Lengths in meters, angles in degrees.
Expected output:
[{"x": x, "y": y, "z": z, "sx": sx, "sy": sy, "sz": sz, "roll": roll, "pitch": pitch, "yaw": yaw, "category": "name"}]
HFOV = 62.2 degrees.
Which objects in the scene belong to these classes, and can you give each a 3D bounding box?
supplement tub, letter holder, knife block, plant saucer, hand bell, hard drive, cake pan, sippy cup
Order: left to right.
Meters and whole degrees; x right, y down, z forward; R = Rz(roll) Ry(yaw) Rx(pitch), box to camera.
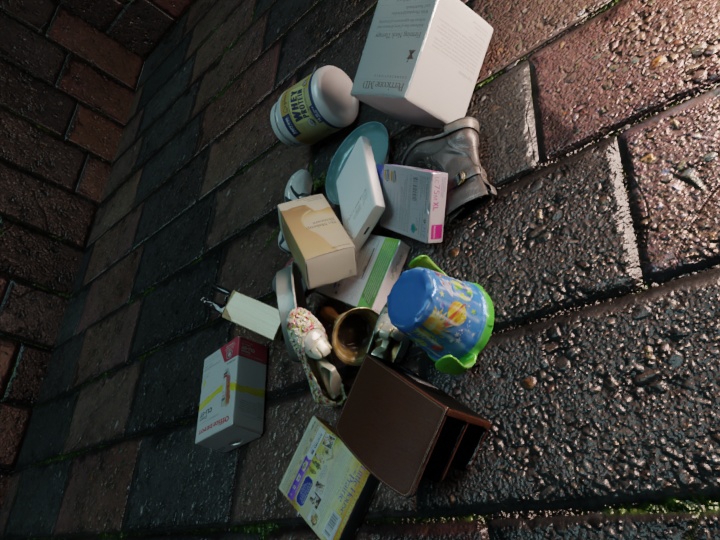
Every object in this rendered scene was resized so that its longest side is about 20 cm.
[{"x": -0.254, "y": 0.085, "z": 1.284, "sx": 0.065, "sy": 0.173, "sz": 0.200, "roll": -67, "pitch": 16, "yaw": -7, "category": "knife block"}, {"x": -0.126, "y": 0.085, "z": 1.145, "sx": 0.036, "sy": 0.202, "sz": 0.202, "roll": -11, "pitch": 50, "yaw": 0, "category": "cake pan"}, {"x": -0.115, "y": -0.391, "z": 1.452, "sx": 0.198, "sy": 0.143, "sz": 0.147, "roll": -15, "pitch": 57, "yaw": 45, "category": "supplement tub"}, {"x": -0.036, "y": 0.097, "z": 1.127, "sx": 0.105, "sy": 0.103, "sz": 0.200, "roll": -62, "pitch": 24, "yaw": 0, "category": "hand bell"}, {"x": -0.004, "y": -0.151, "z": 1.183, "sx": 0.133, "sy": 0.026, "sz": 0.202, "roll": -57, "pitch": 32, "yaw": 41, "category": "hard drive"}, {"x": -0.003, "y": -0.232, "z": 1.317, "sx": 0.199, "sy": 0.027, "sz": 0.203, "roll": -28, "pitch": 48, "yaw": 37, "category": "plant saucer"}, {"x": 0.068, "y": 0.235, "z": 0.885, "sx": 0.199, "sy": 0.100, "sz": 0.144, "roll": 25, "pitch": 90, "yaw": 54, "category": "letter holder"}, {"x": 0.113, "y": 0.062, "z": 0.909, "sx": 0.177, "sy": 0.129, "sz": 0.141, "roll": 30, "pitch": 92, "yaw": 53, "category": "sippy cup"}]

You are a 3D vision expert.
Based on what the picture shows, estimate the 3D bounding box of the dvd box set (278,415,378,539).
[{"x": -0.056, "y": 0.356, "z": 1.013, "sx": 0.199, "sy": 0.029, "sz": 0.148, "roll": 20, "pitch": 84, "yaw": 54, "category": "dvd box set"}]

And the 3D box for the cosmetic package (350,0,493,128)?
[{"x": 0.115, "y": -0.394, "z": 1.125, "sx": 0.166, "sy": 0.165, "sz": 0.203, "roll": 22, "pitch": 96, "yaw": 47, "category": "cosmetic package"}]

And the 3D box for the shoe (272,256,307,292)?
[{"x": -0.119, "y": -0.013, "z": 1.293, "sx": 0.200, "sy": 0.071, "sz": 0.091, "roll": -42, "pitch": 12, "yaw": 49, "category": "shoe"}]

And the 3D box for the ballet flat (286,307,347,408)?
[{"x": -0.069, "y": 0.155, "z": 1.045, "sx": 0.075, "sy": 0.203, "sz": 0.063, "roll": -36, "pitch": 28, "yaw": -32, "category": "ballet flat"}]

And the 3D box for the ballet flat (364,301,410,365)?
[{"x": 0.038, "y": 0.134, "z": 1.000, "sx": 0.068, "sy": 0.071, "sz": 0.203, "roll": 16, "pitch": 80, "yaw": 23, "category": "ballet flat"}]

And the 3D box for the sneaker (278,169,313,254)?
[{"x": -0.117, "y": -0.140, "z": 1.354, "sx": 0.128, "sy": 0.079, "sz": 0.202, "roll": -5, "pitch": 65, "yaw": 47, "category": "sneaker"}]

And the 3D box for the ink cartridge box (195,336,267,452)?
[{"x": -0.278, "y": 0.268, "z": 1.292, "sx": 0.144, "sy": 0.083, "sz": 0.203, "roll": -32, "pitch": 46, "yaw": 34, "category": "ink cartridge box"}]

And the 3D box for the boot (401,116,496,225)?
[{"x": 0.149, "y": -0.160, "z": 1.061, "sx": 0.199, "sy": 0.068, "sz": 0.177, "roll": -29, "pitch": 55, "yaw": 46, "category": "boot"}]

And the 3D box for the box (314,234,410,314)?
[{"x": 0.000, "y": 0.000, "z": 1.165, "sx": 0.199, "sy": 0.036, "sz": 0.146, "roll": 16, "pitch": 81, "yaw": 54, "category": "box"}]

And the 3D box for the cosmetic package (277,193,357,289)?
[{"x": -0.087, "y": -0.061, "z": 1.159, "sx": 0.201, "sy": 0.104, "sz": 0.072, "roll": -124, "pitch": 23, "yaw": -47, "category": "cosmetic package"}]

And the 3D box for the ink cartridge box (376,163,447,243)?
[{"x": 0.085, "y": -0.128, "z": 1.088, "sx": 0.199, "sy": 0.041, "sz": 0.122, "roll": 26, "pitch": 116, "yaw": 58, "category": "ink cartridge box"}]
